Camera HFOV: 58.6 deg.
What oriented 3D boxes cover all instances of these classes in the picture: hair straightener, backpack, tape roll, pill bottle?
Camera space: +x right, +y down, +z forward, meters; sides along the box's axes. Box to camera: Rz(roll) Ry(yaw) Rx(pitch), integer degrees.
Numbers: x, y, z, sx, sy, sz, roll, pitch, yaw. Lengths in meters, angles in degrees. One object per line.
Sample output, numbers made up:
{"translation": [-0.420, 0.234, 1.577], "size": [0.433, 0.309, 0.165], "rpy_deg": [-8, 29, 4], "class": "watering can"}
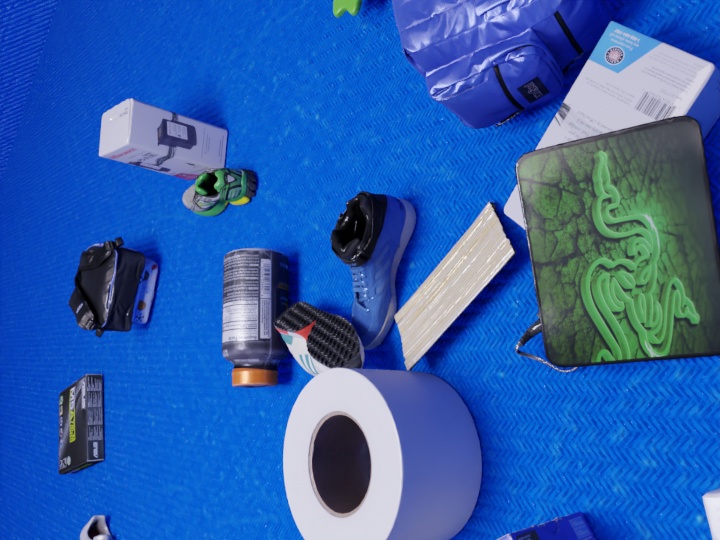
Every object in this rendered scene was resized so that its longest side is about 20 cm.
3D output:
{"translation": [0.232, 0.042, 0.606], "size": [0.199, 0.040, 0.079], "rpy_deg": [-36, 58, 31], "class": "hair straightener"}
{"translation": [-0.536, 0.030, 1.383], "size": [0.187, 0.153, 0.206], "rpy_deg": [13, 86, 40], "class": "backpack"}
{"translation": [0.022, 0.217, 0.737], "size": [0.200, 0.137, 0.209], "rpy_deg": [-10, 76, 46], "class": "tape roll"}
{"translation": [-0.162, 0.076, 0.993], "size": [0.105, 0.105, 0.206], "rpy_deg": [-13, 73, 45], "class": "pill bottle"}
{"translation": [0.158, -0.257, 0.669], "size": [0.196, 0.161, 0.173], "rpy_deg": [-20, 77, 30], "class": "backpack"}

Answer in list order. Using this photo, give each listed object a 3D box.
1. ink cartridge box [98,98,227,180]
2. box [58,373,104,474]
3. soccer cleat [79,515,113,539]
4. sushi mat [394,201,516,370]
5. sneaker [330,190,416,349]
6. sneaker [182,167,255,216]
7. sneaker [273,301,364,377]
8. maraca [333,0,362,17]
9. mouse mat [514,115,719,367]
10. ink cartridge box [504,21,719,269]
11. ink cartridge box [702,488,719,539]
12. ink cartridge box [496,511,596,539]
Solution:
{"translation": [-0.374, -0.242, 1.218], "size": [0.143, 0.197, 0.087], "rpy_deg": [-3, 80, 47], "class": "ink cartridge box"}
{"translation": [-0.678, 0.374, 1.552], "size": [0.191, 0.047, 0.206], "rpy_deg": [-29, 63, 44], "class": "box"}
{"translation": [-0.549, 0.612, 1.345], "size": [0.087, 0.069, 0.201], "rpy_deg": [-57, 47, 24], "class": "soccer cleat"}
{"translation": [0.104, 0.020, 0.755], "size": [0.201, 0.012, 0.097], "rpy_deg": [-52, 30, 27], "class": "sushi mat"}
{"translation": [-0.001, 0.000, 0.824], "size": [0.076, 0.109, 0.205], "rpy_deg": [24, 101, 46], "class": "sneaker"}
{"translation": [-0.276, -0.154, 1.178], "size": [0.197, 0.084, 0.081], "rpy_deg": [-12, 74, 47], "class": "sneaker"}
{"translation": [-0.044, 0.112, 0.873], "size": [0.070, 0.095, 0.198], "rpy_deg": [-39, 32, -19], "class": "sneaker"}
{"translation": [-0.016, -0.461, 0.931], "size": [0.136, 0.105, 0.205], "rpy_deg": [-36, 58, 36], "class": "maraca"}
{"translation": [0.228, -0.019, 0.567], "size": [0.157, 0.007, 0.206], "rpy_deg": [-9, 94, 29], "class": "mouse mat"}
{"translation": [0.238, -0.111, 0.611], "size": [0.116, 0.067, 0.203], "rpy_deg": [46, 116, 40], "class": "ink cartridge box"}
{"translation": [0.336, 0.245, 0.425], "size": [0.146, 0.084, 0.206], "rpy_deg": [-24, 64, 42], "class": "ink cartridge box"}
{"translation": [0.141, 0.293, 0.592], "size": [0.200, 0.134, 0.078], "rpy_deg": [-47, 53, 31], "class": "ink cartridge box"}
